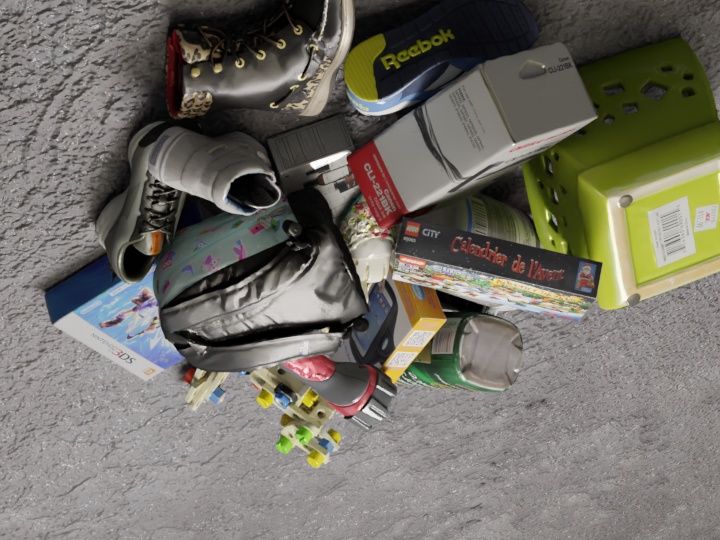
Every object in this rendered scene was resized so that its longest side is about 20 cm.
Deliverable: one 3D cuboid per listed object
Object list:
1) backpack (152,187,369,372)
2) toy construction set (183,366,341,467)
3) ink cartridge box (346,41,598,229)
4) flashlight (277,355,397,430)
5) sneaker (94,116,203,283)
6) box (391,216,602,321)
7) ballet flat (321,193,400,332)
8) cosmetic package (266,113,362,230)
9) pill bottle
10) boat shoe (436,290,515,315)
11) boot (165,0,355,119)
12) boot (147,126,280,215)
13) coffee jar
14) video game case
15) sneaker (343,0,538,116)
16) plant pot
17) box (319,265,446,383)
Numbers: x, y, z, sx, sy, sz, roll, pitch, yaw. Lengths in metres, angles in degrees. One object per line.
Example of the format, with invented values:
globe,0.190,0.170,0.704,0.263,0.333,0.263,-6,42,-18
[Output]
backpack,-0.107,0.012,1.694,0.198,0.127,0.168,-21,127,5
toy construction set,-0.106,0.143,1.967,0.198,0.093,0.131,24,151,2
ink cartridge box,0.107,-0.129,1.643,0.144,0.084,0.199,-21,171,-46
flashlight,-0.053,0.097,1.837,0.199,0.068,0.068,36,102,-25
sneaker,-0.196,-0.069,1.651,0.073,0.080,0.201,2,137,-29
box,0.131,0.001,1.689,0.197,0.038,0.137,13,170,3
ballet flat,0.000,0.000,1.781,0.075,0.064,0.201,-4,143,-25
cosmetic package,-0.037,-0.071,1.762,0.082,0.051,0.201,-18,147,-2
pill bottle,0.128,-0.024,1.864,0.114,0.115,0.199,-40,142,28
boat shoe,0.129,0.024,1.976,0.072,0.069,0.199,-38,143,26
boot,-0.091,-0.205,1.521,0.149,0.074,0.201,-8,151,-19
boot,-0.114,-0.083,1.605,0.074,0.095,0.200,-64,159,12
coffee jar,0.086,0.091,1.956,0.103,0.086,0.199,16,171,-36
video game case,-0.203,0.027,1.819,0.199,0.046,0.181,-30,147,14
sneaker,0.072,-0.203,1.614,0.198,0.075,0.082,-20,164,-12
plant pot,0.286,-0.088,1.742,0.197,0.182,0.202,-20,128,-5
box,0.016,0.066,1.928,0.041,0.120,0.200,5,139,-35
